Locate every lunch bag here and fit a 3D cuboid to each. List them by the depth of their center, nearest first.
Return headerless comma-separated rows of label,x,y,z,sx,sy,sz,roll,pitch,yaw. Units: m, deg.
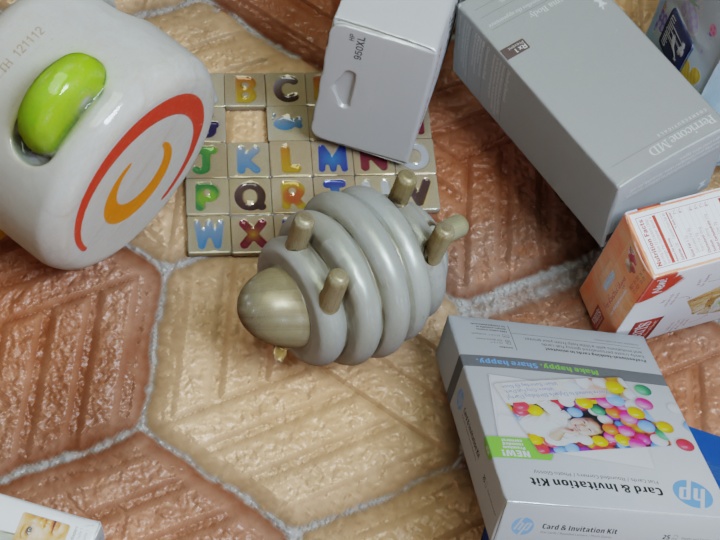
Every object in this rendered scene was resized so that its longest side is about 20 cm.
lunch bag,0.294,-0.193,1.158,0.127,0.170,0.200,26,50,7

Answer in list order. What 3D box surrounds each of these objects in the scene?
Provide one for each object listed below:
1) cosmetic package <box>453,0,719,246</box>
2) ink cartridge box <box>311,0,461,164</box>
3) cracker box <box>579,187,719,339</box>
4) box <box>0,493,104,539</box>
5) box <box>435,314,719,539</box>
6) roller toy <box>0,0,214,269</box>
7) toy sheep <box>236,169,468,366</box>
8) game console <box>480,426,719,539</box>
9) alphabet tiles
cosmetic package,0.166,-0.129,1.101,0.107,0.090,0.200,-31,62,-17
ink cartridge box,0.035,-0.208,1.164,0.084,0.145,0.201,17,58,3
cracker box,0.275,-0.013,1.098,0.199,0.134,0.058,-14,68,-13
box,-0.274,0.198,0.944,0.199,0.101,0.113,16,61,3
box,0.144,0.109,1.006,0.155,0.041,0.200,7,33,-13
roller toy,-0.209,-0.106,1.071,0.140,0.200,0.182,37,41,13
toy sheep,0.000,0.000,1.065,0.199,0.138,0.138,-19,65,-26
game console,0.185,0.190,1.046,0.199,0.119,0.171,18,30,3
alphabet tiles,-0.039,-0.088,1.177,0.199,0.008,0.168,-2,62,-7
